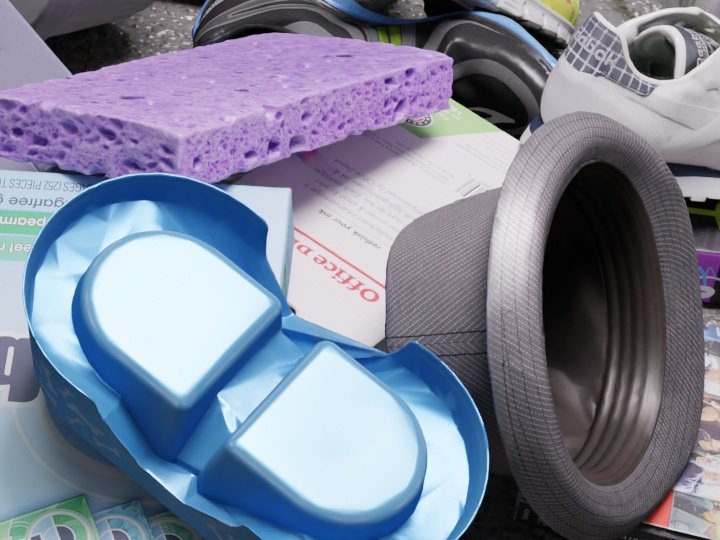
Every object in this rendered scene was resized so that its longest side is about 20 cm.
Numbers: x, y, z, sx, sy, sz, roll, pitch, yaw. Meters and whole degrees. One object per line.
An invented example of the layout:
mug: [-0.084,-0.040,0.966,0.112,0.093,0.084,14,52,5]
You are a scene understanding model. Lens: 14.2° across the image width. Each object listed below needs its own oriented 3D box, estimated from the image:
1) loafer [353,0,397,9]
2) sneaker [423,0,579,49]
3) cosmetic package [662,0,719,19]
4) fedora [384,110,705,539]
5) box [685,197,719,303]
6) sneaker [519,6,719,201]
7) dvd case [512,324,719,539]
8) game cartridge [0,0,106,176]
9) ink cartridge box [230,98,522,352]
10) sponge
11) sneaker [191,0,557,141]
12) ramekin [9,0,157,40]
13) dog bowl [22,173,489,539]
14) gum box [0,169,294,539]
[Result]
loafer: [-0.061,-0.178,1.520,0.199,0.076,0.070,18,8,10]
sneaker: [0.064,-0.170,1.451,0.078,0.091,0.200,12,-7,26]
cosmetic package: [0.267,-0.133,1.531,0.199,0.074,0.102,7,39,-8]
fedora: [0.068,0.025,1.210,0.090,0.178,0.200,-4,8,26]
box: [0.232,-0.035,1.432,0.199,0.036,0.143,7,39,-8]
sneaker: [0.168,-0.082,1.367,0.199,0.081,0.076,-6,33,-42]
dvd case: [0.175,0.082,1.289,0.199,0.022,0.146,13,39,3]
game cartridge: [-0.212,-0.084,1.353,0.129,0.038,0.200,-30,52,-16]
ink cartridge box: [0.000,0.000,1.309,0.117,0.068,0.200,33,43,23]
sponge: [-0.058,-0.074,1.277,0.111,0.030,0.200,11,18,35]
sneaker: [0.008,-0.092,1.426,0.199,0.071,0.083,15,42,14]
ramekin: [-0.154,-0.210,1.433,0.094,0.203,0.202,-8,42,-38]
dog bowl: [-0.045,0.050,1.120,0.200,0.050,0.112,38,56,9]
gum box: [-0.119,0.054,1.174,0.169,0.045,0.201,4,58,3]
